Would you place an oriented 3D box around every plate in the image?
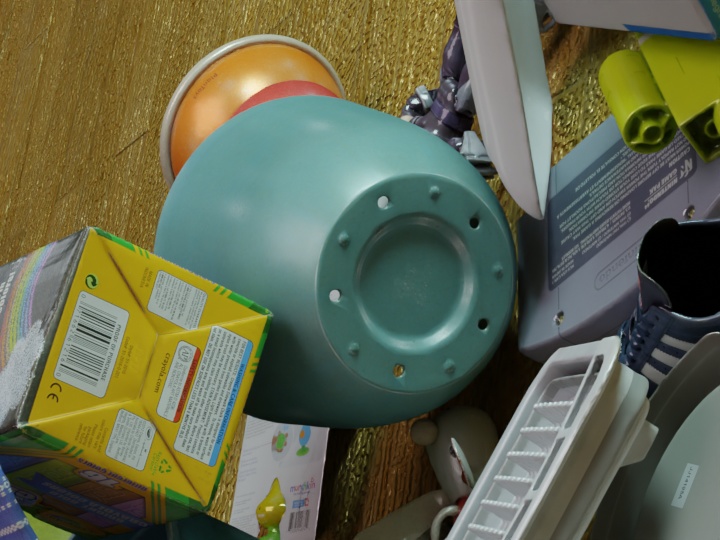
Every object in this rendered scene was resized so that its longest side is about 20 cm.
[{"bbox_3d":[0.078,-0.152,1.500,0.200,0.032,0.201,-78,-22,-67],"label":"plate"}]

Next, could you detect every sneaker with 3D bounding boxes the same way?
[{"bbox_3d":[0.161,0.017,1.339,0.200,0.084,0.075,-40,37,46],"label":"sneaker"}]

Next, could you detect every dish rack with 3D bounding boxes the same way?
[{"bbox_3d":[0.089,0.119,1.303,0.172,0.043,0.200,-62,5,-6],"label":"dish rack"}]

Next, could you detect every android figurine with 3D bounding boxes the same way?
[{"bbox_3d":[0.208,-0.133,1.366,0.181,0.041,0.201,-33,35,15],"label":"android figurine"}]

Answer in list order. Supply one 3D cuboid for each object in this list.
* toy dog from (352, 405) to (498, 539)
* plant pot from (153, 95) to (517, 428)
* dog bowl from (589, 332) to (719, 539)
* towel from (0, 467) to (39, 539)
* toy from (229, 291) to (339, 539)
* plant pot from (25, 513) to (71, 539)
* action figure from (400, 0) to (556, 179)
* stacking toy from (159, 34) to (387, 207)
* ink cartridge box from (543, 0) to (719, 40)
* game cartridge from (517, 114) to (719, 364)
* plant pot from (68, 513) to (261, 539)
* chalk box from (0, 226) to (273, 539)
[{"bbox_3d":[0.037,0.160,1.458,0.132,0.096,0.200,-58,27,20],"label":"toy dog"},{"bbox_3d":[0.000,0.000,1.514,0.161,0.200,0.202,10,79,65],"label":"plant pot"},{"bbox_3d":[0.186,0.118,1.225,0.200,0.058,0.201,-49,26,34],"label":"dog bowl"},{"bbox_3d":[-0.196,0.170,1.417,0.024,0.201,0.145,-30,4,-34],"label":"towel"},{"bbox_3d":[-0.033,0.091,1.715,0.115,0.047,0.201,-19,55,55],"label":"toy"},{"bbox_3d":[-0.186,0.255,1.772,0.200,0.186,0.188,40,107,49],"label":"plant pot"},{"bbox_3d":[0.066,-0.113,1.663,0.130,0.069,0.201,49,121,55],"label":"action figure"},{"bbox_3d":[-0.038,-0.064,1.768,0.147,0.145,0.200,-63,35,10],"label":"stacking toy"},{"bbox_3d":[0.189,-0.220,1.369,0.200,0.085,0.146,-44,27,-18],"label":"ink cartridge box"},{"bbox_3d":[0.156,-0.034,1.450,0.200,0.041,0.134,-42,39,44],"label":"game cartridge"},{"bbox_3d":[-0.079,0.248,1.513,0.200,0.187,0.201,-45,32,39],"label":"plant pot"},{"bbox_3d":[-0.160,0.070,1.463,0.200,0.123,0.125,-19,49,59],"label":"chalk box"}]
